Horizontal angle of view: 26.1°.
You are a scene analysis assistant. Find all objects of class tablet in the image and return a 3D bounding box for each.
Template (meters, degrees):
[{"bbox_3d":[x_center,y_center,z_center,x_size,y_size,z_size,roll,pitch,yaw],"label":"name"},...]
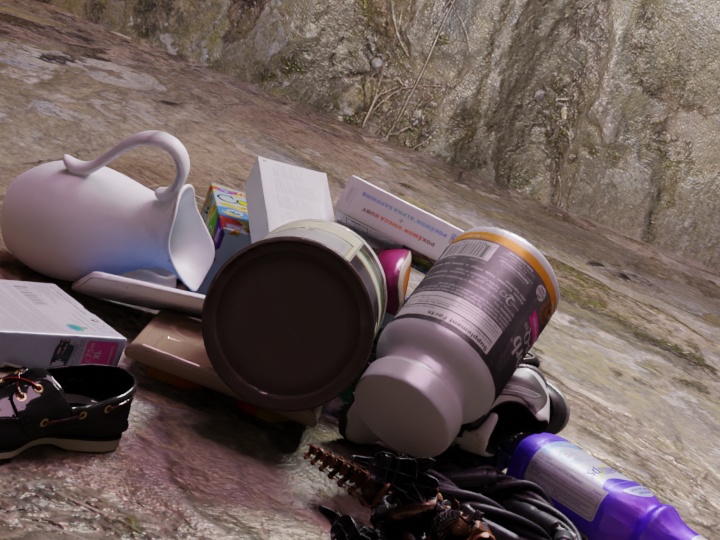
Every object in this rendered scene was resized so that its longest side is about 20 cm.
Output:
[{"bbox_3d":[-0.182,0.033,1.549,0.199,0.014,0.130,14,-10,-18],"label":"tablet"}]

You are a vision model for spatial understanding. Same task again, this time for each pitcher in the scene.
[{"bbox_3d":[-0.257,-0.068,1.559,0.199,0.173,0.121,7,31,15],"label":"pitcher"}]

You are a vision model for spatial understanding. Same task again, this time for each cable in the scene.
[{"bbox_3d":[0.102,0.196,1.352,0.199,0.051,0.163,24,13,17],"label":"cable"}]

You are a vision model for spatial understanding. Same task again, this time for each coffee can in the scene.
[{"bbox_3d":[-0.053,0.033,1.386,0.145,0.147,0.200,21,8,2],"label":"coffee can"}]

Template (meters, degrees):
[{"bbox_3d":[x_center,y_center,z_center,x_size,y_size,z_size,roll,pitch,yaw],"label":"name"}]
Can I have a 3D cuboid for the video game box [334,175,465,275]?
[{"bbox_3d":[0.063,-0.029,1.631,0.181,0.047,0.200,29,-4,2],"label":"video game box"}]

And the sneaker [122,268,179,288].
[{"bbox_3d":[-0.217,-0.031,1.714,0.074,0.088,0.200,16,12,-12],"label":"sneaker"}]

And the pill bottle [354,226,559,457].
[{"bbox_3d":[0.084,0.062,1.365,0.116,0.117,0.200,25,51,18],"label":"pill bottle"}]

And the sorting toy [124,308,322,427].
[{"bbox_3d":[-0.121,0.095,1.469,0.184,0.037,0.200,21,8,0],"label":"sorting toy"}]

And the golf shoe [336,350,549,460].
[{"bbox_3d":[0.078,0.131,1.423,0.199,0.078,0.095,-16,45,-2],"label":"golf shoe"}]

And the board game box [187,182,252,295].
[{"bbox_3d":[-0.131,-0.014,1.739,0.104,0.104,0.200,18,13,-14],"label":"board game box"}]

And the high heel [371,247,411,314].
[{"bbox_3d":[0.000,0.000,1.573,0.095,0.068,0.200,11,7,-2],"label":"high heel"}]

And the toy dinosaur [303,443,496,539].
[{"bbox_3d":[0.035,0.198,1.211,0.199,0.103,0.136,7,-10,26],"label":"toy dinosaur"}]

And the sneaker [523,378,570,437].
[{"bbox_3d":[0.109,0.130,1.594,0.199,0.075,0.106,15,6,24],"label":"sneaker"}]

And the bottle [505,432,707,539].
[{"bbox_3d":[0.229,0.219,1.421,0.199,0.066,0.083,30,14,36],"label":"bottle"}]

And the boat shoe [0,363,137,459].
[{"bbox_3d":[-0.253,0.100,1.164,0.074,0.063,0.201,33,19,36],"label":"boat shoe"}]

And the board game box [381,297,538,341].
[{"bbox_3d":[0.070,0.055,1.676,0.199,0.041,0.199,4,3,23],"label":"board game box"}]

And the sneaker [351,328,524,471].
[{"bbox_3d":[0.065,0.130,1.520,0.200,0.078,0.085,37,-6,-1],"label":"sneaker"}]

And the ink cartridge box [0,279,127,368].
[{"bbox_3d":[-0.315,0.044,1.345,0.119,0.042,0.199,31,13,38],"label":"ink cartridge box"}]

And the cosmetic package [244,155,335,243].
[{"bbox_3d":[-0.070,-0.033,1.611,0.082,0.051,0.201,15,36,-21],"label":"cosmetic package"}]

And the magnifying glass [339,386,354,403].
[{"bbox_3d":[-0.004,0.102,1.592,0.080,0.022,0.200,59,13,5],"label":"magnifying glass"}]
